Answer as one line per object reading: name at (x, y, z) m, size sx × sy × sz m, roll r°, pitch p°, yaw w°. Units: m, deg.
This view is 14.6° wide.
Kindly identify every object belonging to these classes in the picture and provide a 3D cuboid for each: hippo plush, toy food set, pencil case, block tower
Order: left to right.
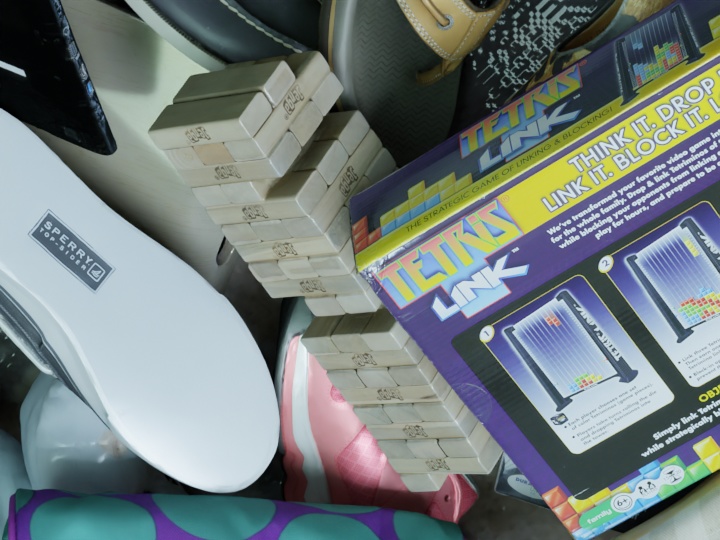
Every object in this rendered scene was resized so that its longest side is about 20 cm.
hippo plush at (-0.158, 0.111, 1.218) m, size 0.160 × 0.159 × 0.201 m, roll 3°, pitch 112°, yaw 16°
toy food set at (-0.136, -0.064, 1.205) m, size 0.199 × 0.060 × 0.144 m, roll 23°, pitch 112°, yaw 0°
pencil case at (-0.049, 0.138, 1.145) m, size 0.198 × 0.093 × 0.086 m, roll 5°, pitch 127°, yaw -9°
block tower at (0.000, 0.000, 1.125) m, size 0.058 × 0.054 × 0.200 m, roll -4°, pitch 131°, yaw 44°

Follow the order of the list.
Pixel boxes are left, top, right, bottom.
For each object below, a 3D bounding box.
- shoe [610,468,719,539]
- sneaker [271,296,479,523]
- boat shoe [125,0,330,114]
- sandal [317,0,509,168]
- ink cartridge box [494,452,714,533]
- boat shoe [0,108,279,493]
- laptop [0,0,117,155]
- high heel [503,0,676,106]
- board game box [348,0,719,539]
shoe at (0.116, 0.139, 1.107) m, size 0.200 × 0.053 × 0.070 m, roll -41°, pitch 117°, yaw 8°
sneaker at (0.008, 0.076, 1.216) m, size 0.086 × 0.074 × 0.201 m, roll -2°, pitch 115°, yaw 2°
boat shoe at (-0.070, -0.142, 1.138) m, size 0.200 × 0.073 × 0.063 m, roll 40°, pitch 120°, yaw 3°
sandal at (0.037, -0.128, 1.105) m, size 0.054 × 0.081 × 0.201 m, roll 31°, pitch 114°, yaw 37°
ink cartridge box at (0.125, 0.015, 1.162) m, size 0.099 × 0.039 × 0.201 m, roll 17°, pitch 115°, yaw 11°
boat shoe at (-0.115, 0.014, 1.164) m, size 0.200 × 0.068 × 0.072 m, roll 43°, pitch 73°, yaw -10°
laptop at (-0.166, -0.163, 1.092) m, size 0.176 × 0.104 × 0.200 m, roll 23°, pitch 156°, yaw 20°
high heel at (0.092, -0.138, 1.085) m, size 0.200 × 0.071 × 0.143 m, roll -38°, pitch 104°, yaw 10°
board game box at (0.122, -0.007, 1.076) m, size 0.199 × 0.057 × 0.166 m, roll -30°, pitch 119°, yaw 16°
